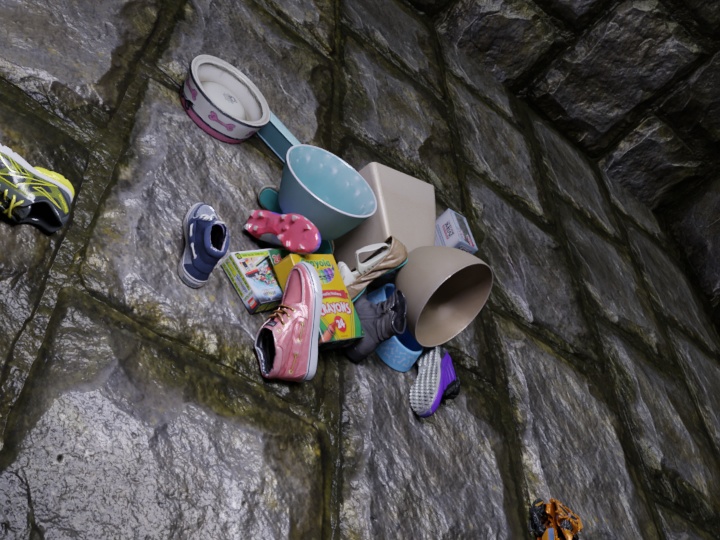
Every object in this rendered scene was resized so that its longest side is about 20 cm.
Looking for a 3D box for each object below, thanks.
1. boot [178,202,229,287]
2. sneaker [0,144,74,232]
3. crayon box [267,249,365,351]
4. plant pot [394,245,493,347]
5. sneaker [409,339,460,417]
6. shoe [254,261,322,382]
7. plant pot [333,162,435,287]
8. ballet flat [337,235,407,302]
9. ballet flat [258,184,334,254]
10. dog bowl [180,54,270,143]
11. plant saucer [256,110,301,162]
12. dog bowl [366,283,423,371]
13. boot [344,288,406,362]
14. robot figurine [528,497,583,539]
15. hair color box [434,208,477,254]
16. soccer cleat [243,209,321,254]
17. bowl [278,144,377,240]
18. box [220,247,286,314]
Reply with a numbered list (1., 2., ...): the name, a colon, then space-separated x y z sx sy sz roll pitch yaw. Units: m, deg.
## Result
1. boot: -0.254 -0.065 1.412 0.072 0.090 0.201 29 34 -29
2. sneaker: -0.495 -0.118 1.172 0.199 0.074 0.085 20 39 -40
3. crayon box: -0.079 0.042 1.489 0.126 0.051 0.202 -2 65 -54
4. plant pot: 0.143 0.029 1.630 0.199 0.202 0.134 6 31 -49
5. sneaker: 0.157 0.225 1.628 0.100 0.069 0.201 46 31 -19
6. shoe: -0.119 0.081 1.371 0.090 0.071 0.203 10 77 -44
7. plant pot: 0.044 -0.077 1.736 0.198 0.199 0.179 15 52 -44
8. ballet flat: 0.000 0.000 1.577 0.073 0.199 0.068 60 -8 -28
9. ballet flat: -0.121 -0.101 1.665 0.200 0.067 0.062 47 16 -3
10. dog bowl: -0.288 -0.352 1.738 0.199 0.074 0.201 33 31 -23
11. plant saucer: -0.150 -0.255 1.811 0.200 0.070 0.019 47 45 0
12. dog bowl: 0.071 0.108 1.676 0.111 0.050 0.201 28 34 -31
13. boot: 0.032 0.072 1.577 0.070 0.131 0.201 35 31 -34
14. robot figurine: 0.383 0.522 1.573 0.145 0.058 0.201 38 31 -18
15. hair color box: 0.154 -0.028 1.796 0.060 0.200 0.100 23 37 -35
16. soccer cleat: -0.131 -0.069 1.520 0.199 0.068 0.076 16 -5 42
17. bowl: -0.077 -0.134 1.585 0.199 0.105 0.202 27 30 -17
18. box: -0.152 0.014 1.509 0.199 0.035 0.111 -9 61 -57
